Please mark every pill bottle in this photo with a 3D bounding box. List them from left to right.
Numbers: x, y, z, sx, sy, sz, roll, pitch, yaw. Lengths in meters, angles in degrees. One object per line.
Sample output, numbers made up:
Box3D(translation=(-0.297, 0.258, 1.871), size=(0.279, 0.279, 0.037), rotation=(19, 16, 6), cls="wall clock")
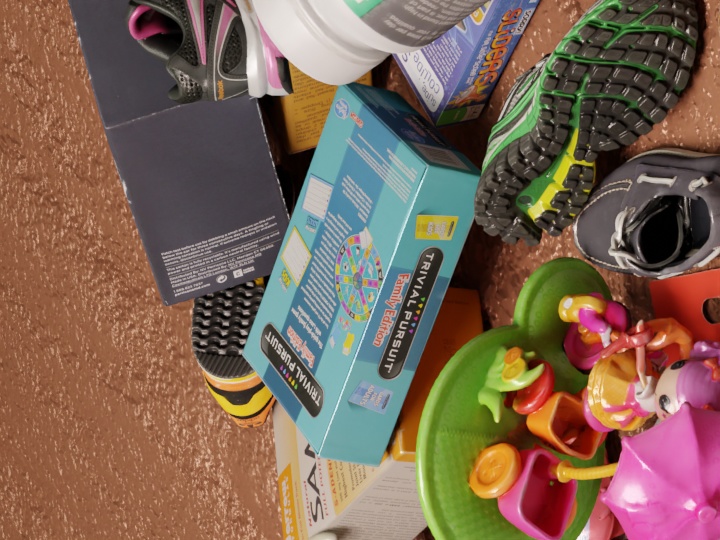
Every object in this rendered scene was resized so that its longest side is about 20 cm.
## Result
Box3D(translation=(0.036, -0.198, 1.639), size=(0.200, 0.113, 0.113), rotation=(-35, 69, 34), cls="pill bottle")

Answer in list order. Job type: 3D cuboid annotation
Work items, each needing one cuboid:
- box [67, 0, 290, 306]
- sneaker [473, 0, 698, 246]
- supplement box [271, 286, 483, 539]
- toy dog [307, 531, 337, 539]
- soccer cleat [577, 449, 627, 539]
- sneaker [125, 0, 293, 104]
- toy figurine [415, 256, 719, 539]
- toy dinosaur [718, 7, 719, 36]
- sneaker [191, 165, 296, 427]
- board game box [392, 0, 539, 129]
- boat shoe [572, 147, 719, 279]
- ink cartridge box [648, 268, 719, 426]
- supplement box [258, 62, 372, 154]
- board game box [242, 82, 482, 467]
Box3D(translation=(-0.125, -0.116, 1.909), size=(0.182, 0.104, 0.200), rotation=(77, 175, -47), cls="box")
Box3D(translation=(0.124, -0.108, 1.622), size=(0.200, 0.078, 0.085), rotation=(-50, 27, 40), cls="sneaker")
Box3D(translation=(0.012, 0.106, 1.858), size=(0.200, 0.073, 0.126), rotation=(130, 140, -54), cls="supplement box")
Box3D(translation=(0.054, 0.254, 1.823), size=(0.200, 0.140, 0.194), rotation=(-7, 98, 48), cls="toy dog")
Box3D(translation=(0.133, 0.129, 1.719), size=(0.076, 0.067, 0.200), rotation=(0, 96, 28), cls="soccer cleat")
Box3D(translation=(-0.114, -0.182, 1.785), size=(0.080, 0.086, 0.200), rotation=(86, 163, -44), cls="sneaker")
Box3D(translation=(0.156, 0.087, 1.565), size=(0.184, 0.150, 0.200), rotation=(2, 61, 49), cls="toy figurine")
Box3D(translation=(0.219, -0.126, 1.447), size=(0.200, 0.102, 0.136), rotation=(52, 164, 2), cls="toy dinosaur")
Box3D(translation=(-0.080, 0.018, 1.967), size=(0.090, 0.070, 0.200), rotation=(80, -169, -49), cls="sneaker")
Box3D(translation=(0.038, -0.209, 1.769), size=(0.200, 0.034, 0.135), rotation=(62, 147, 26), cls="board game box")
Box3D(translation=(0.168, -0.031, 1.585), size=(0.200, 0.063, 0.073), rotation=(-9, 95, 61), cls="boat shoe")
Box3D(translation=(0.212, 0.101, 1.577), size=(0.163, 0.057, 0.200), rotation=(-13, 94, 60), cls="ink cartridge box")
Box3D(translation=(-0.033, -0.164, 1.819), size=(0.200, 0.069, 0.067), rotation=(85, 161, -55), cls="supplement box")
Box3D(translation=(0.000, 0.000, 1.768), size=(0.151, 0.047, 0.200), rotation=(49, 123, 58), cls="board game box")
